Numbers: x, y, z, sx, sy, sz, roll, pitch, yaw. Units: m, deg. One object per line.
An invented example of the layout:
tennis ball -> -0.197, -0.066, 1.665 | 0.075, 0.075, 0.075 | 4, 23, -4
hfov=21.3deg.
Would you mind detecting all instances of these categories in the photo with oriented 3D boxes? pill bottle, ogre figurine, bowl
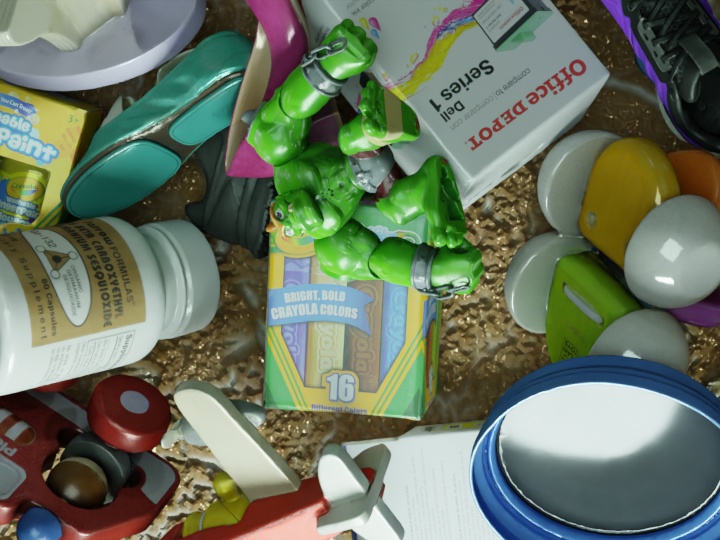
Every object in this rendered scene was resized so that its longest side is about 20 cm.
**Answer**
pill bottle -> -0.209, 0.020, 1.440 | 0.114, 0.199, 0.116 | 16, 112, 46
ogre figurine -> -0.003, -0.062, 1.324 | 0.119, 0.099, 0.200 | -18, 130, 33
bowl -> 0.177, 0.141, 1.358 | 0.198, 0.040, 0.202 | 6, 130, 7

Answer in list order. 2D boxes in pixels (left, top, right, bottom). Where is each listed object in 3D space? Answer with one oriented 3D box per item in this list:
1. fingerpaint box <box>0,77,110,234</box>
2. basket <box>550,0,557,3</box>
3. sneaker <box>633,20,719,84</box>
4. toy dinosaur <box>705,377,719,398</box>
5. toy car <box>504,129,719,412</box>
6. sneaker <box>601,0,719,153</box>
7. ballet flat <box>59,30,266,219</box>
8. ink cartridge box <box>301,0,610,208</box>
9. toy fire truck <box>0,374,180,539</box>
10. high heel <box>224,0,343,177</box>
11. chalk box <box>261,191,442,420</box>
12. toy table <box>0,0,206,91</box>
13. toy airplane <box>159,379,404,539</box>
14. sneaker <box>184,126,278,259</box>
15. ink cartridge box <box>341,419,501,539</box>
fingerpaint box -> -0.318, -0.077, 1.515 | 0.198, 0.073, 0.168 | 18, 99, 6
basket -> 0.102, -0.290, 1.391 | 0.148, 0.143, 0.201 | -36, 90, 11
sneaker -> 0.295, -0.134, 1.410 | 0.199, 0.078, 0.066 | 26, 101, 7
toy dinosaur -> 0.239, 0.172, 1.462 | 0.101, 0.058, 0.200 | 41, 84, 9
toy car -> 0.211, 0.000, 1.408 | 0.149, 0.175, 0.202 | 1, 117, -32
sneaker -> 0.221, -0.165, 1.321 | 0.069, 0.100, 0.201 | -31, 111, 5
ballet flat -> -0.151, -0.115, 1.454 | 0.199, 0.067, 0.071 | -34, 51, 22
ink cartridge box -> 0.061, -0.163, 1.385 | 0.144, 0.084, 0.200 | -37, 83, -20
toy fire truck -> -0.246, 0.143, 1.465 | 0.199, 0.168, 0.113 | 34, 126, 5
high heel -> -0.078, -0.149, 1.345 | 0.095, 0.068, 0.201 | -18, 124, 3
chalk box -> 0.000, 0.000, 1.447 | 0.123, 0.125, 0.202 | 5, 98, 9
toy table -> -0.227, -0.218, 1.434 | 0.198, 0.117, 0.185 | -10, 58, 15
toy airplane -> -0.062, 0.177, 1.436 | 0.197, 0.141, 0.202 | 10, 117, -8
sneaker -> -0.086, -0.115, 1.478 | 0.090, 0.076, 0.202 | 16, 94, 17
ink cartridge box -> 0.096, 0.217, 1.496 | 0.198, 0.047, 0.200 | -5, 96, 11
